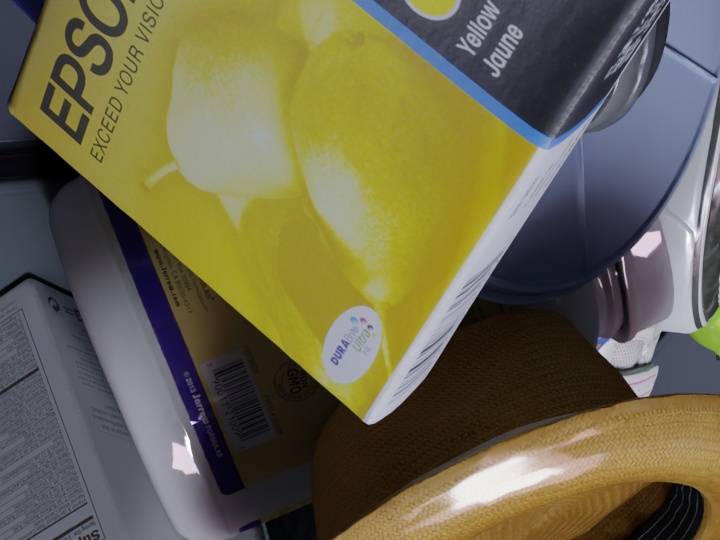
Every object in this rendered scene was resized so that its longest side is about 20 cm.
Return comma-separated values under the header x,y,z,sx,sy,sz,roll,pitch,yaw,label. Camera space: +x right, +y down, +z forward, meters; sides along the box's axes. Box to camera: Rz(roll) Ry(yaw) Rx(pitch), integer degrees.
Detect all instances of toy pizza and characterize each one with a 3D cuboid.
x,y,z,sx,sy,sz,roll,pitch,yaw,label
0.056,-0.090,0.654,0.032,0.201,0.200,11,180,40,toy pizza

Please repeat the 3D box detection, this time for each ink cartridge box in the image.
x,y,z,sx,sy,sz,roll,pitch,yaw,label
-0.028,-0.085,0.542,0.047,0.200,0.198,-45,169,-42,ink cartridge box

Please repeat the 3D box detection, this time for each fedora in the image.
x,y,z,sx,sy,sz,roll,pitch,yaw,label
0.042,0.075,0.693,0.200,0.082,0.201,-16,151,-9,fedora

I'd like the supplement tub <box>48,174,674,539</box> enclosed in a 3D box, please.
x,y,z,sx,sy,sz,roll,pitch,yaw,label
0.000,0.000,0.768,0.199,0.146,0.146,-23,153,-6,supplement tub

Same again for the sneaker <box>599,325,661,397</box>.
x,y,z,sx,sy,sz,roll,pitch,yaw,label
0.112,0.063,1.035,0.081,0.088,0.200,-7,147,-32,sneaker

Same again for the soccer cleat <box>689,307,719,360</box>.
x,y,z,sx,sy,sz,roll,pitch,yaw,label
0.254,-0.014,1.048,0.199,0.068,0.081,-19,142,-11,soccer cleat

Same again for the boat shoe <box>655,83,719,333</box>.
x,y,z,sx,sy,sz,roll,pitch,yaw,label
0.150,-0.063,0.774,0.063,0.071,0.201,12,117,10,boat shoe

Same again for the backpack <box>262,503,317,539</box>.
x,y,z,sx,sy,sz,roll,pitch,yaw,label
0.046,0.123,0.851,0.163,0.200,0.154,-50,162,17,backpack

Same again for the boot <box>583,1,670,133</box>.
x,y,z,sx,sy,sz,roll,pitch,yaw,label
0.109,-0.130,0.602,0.199,0.166,0.066,-11,176,-40,boot

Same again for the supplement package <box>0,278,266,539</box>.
x,y,z,sx,sy,sz,roll,pitch,yaw,label
-0.120,0.141,0.855,0.150,0.201,0.152,-33,151,15,supplement package

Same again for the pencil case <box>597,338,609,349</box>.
x,y,z,sx,sy,sz,roll,pitch,yaw,label
0.084,0.009,0.926,0.087,0.078,0.200,16,137,-22,pencil case
